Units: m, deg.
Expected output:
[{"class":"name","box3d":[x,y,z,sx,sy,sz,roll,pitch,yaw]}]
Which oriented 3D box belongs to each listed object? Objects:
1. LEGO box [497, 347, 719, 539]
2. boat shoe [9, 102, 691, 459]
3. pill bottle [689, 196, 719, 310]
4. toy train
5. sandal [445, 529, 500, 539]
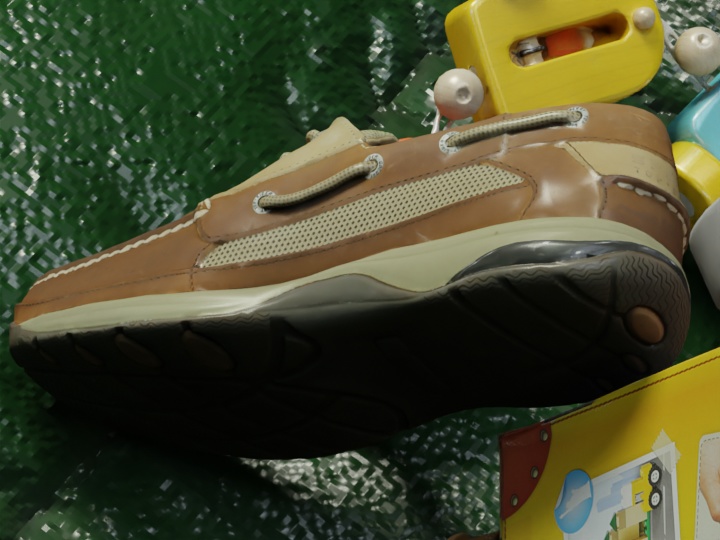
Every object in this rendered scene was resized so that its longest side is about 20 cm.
[{"class":"LEGO box","box3d":[0.105,0.123,0.721,0.077,0.149,0.201,13,66,-31]},{"class":"boat shoe","box3d":[0.000,0.000,0.806,0.199,0.076,0.074,-8,54,27]},{"class":"pill bottle","box3d":[0.169,0.061,0.829,0.112,0.112,0.201,-14,69,-25]},{"class":"toy train","box3d":[0.070,-0.016,0.908,0.199,0.056,0.151,12,78,-21]},{"class":"sandal","box3d":[0.041,0.103,0.809,0.199,0.054,0.081,-6,59,-22]}]
